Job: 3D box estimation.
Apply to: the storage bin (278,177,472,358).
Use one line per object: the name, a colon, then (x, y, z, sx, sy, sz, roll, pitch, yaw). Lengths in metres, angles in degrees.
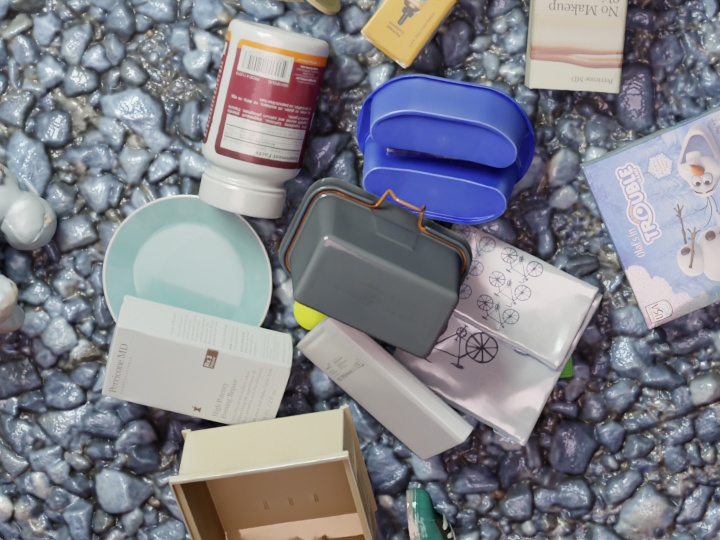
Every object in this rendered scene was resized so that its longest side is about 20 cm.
storage bin: (0.022, -0.001, 1.474, 0.200, 0.134, 0.146, 25, 108, -9)

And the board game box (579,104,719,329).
board game box: (0.372, -0.064, 1.548, 0.199, 0.043, 0.200, -23, 97, 10)

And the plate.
plate: (-0.199, 0.010, 1.622, 0.199, 0.026, 0.201, 1, 100, 6)

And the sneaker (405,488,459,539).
sneaker: (0.107, 0.340, 1.635, 0.080, 0.071, 0.201, -16, 103, 3)

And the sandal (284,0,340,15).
sandal: (-0.114, -0.340, 1.540, 0.212, 0.078, 0.070, 47, 121, 2)

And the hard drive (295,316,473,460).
hard drive: (0.024, 0.131, 1.576, 0.200, 0.132, 0.027, 42, 66, -3)

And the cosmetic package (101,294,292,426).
cosmetic package: (-0.184, 0.107, 1.584, 0.199, 0.074, 0.102, 12, 120, -10)

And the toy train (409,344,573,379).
toy train: (0.148, 0.105, 1.602, 0.199, 0.042, 0.057, -6, 110, 6)

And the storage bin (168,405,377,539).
storage bin: (-0.090, 0.267, 1.594, 0.199, 0.094, 0.199, -10, 124, 6)

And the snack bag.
snack bag: (0.144, 0.069, 1.568, 0.188, 0.021, 0.200, 28, 87, 8)

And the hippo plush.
hippo plush: (-0.441, -0.040, 1.598, 0.200, 0.159, 0.161, 34, 71, -16)

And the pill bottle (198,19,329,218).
pill bottle: (-0.110, -0.165, 1.538, 0.114, 0.114, 0.201, 15, 101, 2)

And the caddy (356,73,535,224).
caddy: (0.091, -0.136, 1.533, 0.199, 0.105, 0.142, 11, 123, 3)

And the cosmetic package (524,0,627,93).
cosmetic package: (0.234, -0.293, 1.498, 0.103, 0.087, 0.201, 2, 100, 4)

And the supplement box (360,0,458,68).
supplement box: (0.085, -0.318, 1.519, 0.066, 0.069, 0.200, 37, 99, -1)

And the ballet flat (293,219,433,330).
ballet flat: (0.000, 0.000, 1.581, 0.200, 0.067, 0.067, -38, 96, 10)
